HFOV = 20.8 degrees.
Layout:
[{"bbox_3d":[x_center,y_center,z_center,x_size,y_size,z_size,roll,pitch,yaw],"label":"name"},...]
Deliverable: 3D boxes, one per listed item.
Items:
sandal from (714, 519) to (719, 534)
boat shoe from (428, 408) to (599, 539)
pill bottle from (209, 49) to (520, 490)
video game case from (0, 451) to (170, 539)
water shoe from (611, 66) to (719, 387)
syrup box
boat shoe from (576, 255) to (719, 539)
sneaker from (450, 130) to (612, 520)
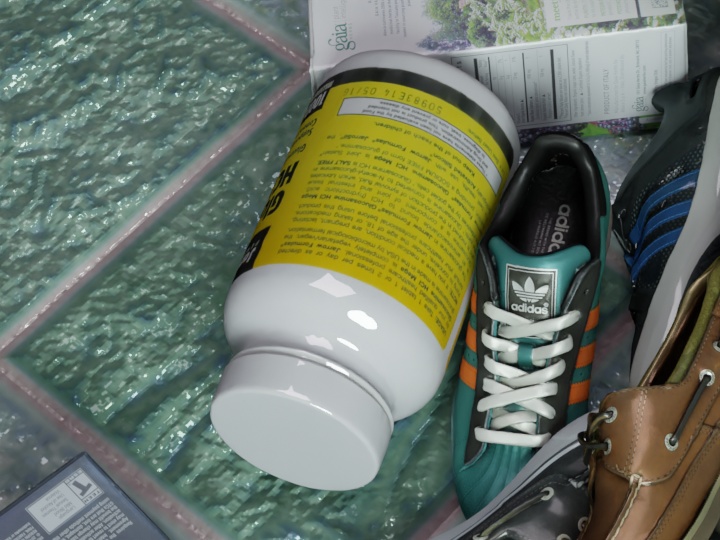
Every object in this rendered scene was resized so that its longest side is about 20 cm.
[{"bbox_3d":[0.248,0.129,0.851,0.198,0.082,0.055,6,74,14],"label":"sandal"},{"bbox_3d":[0.078,0.129,0.872,0.199,0.069,0.057,-33,20,-7],"label":"boat shoe"},{"bbox_3d":[0.000,0.000,0.958,0.111,0.113,0.201,11,57,17],"label":"pill bottle"},{"bbox_3d":[-0.108,0.188,0.853,0.200,0.019,0.143,43,56,16],"label":"video game case"},{"bbox_3d":[0.162,-0.009,0.978,0.079,0.071,0.201,-7,53,47],"label":"water shoe"},{"bbox_3d":[0.072,-0.121,1.053,0.198,0.082,0.079,-7,52,5],"label":"syrup box"},{"bbox_3d":[0.122,0.080,0.829,0.068,0.072,0.200,42,63,-4],"label":"boat shoe"},{"bbox_3d":[0.078,0.029,0.927,0.071,0.080,0.202,5,71,13],"label":"sneaker"}]
